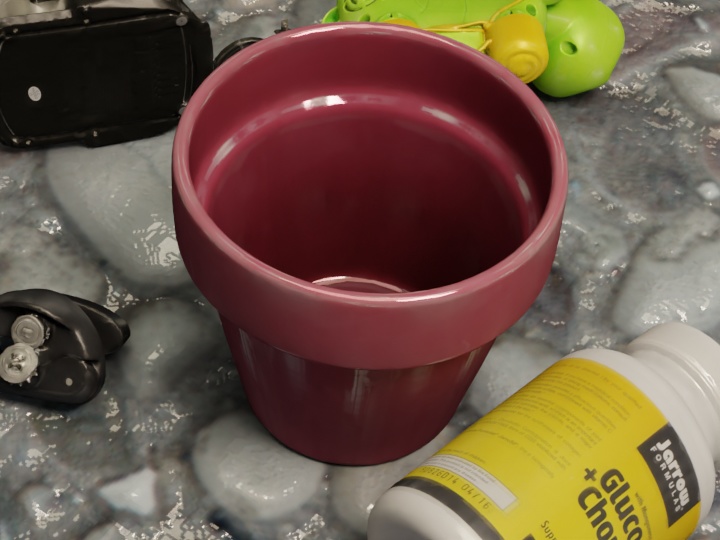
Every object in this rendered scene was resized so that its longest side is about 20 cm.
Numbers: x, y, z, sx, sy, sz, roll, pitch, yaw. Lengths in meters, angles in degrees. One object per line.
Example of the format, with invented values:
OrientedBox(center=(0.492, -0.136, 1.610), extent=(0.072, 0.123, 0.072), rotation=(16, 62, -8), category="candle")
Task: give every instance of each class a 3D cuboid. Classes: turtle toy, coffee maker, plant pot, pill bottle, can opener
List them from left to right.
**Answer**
OrientedBox(center=(-0.230, 0.034, 1.007), extent=(0.198, 0.079, 0.064), rotation=(8, 87, 7), category="can opener")
OrientedBox(center=(-0.167, -0.186, 1.166), extent=(0.190, 0.135, 0.201), rotation=(8, 45, -29), category="coffee maker")
OrientedBox(center=(0.000, 0.000, 0.962), extent=(0.198, 0.180, 0.201), rotation=(3, 48, -3), category="plant pot")
OrientedBox(center=(0.073, -0.153, 1.154), extent=(0.198, 0.102, 0.147), rotation=(-2, 50, -6), category="turtle toy")
OrientedBox(center=(0.107, 0.110, 0.918), extent=(0.199, 0.113, 0.112), rotation=(-34, 59, -28), category="pill bottle")

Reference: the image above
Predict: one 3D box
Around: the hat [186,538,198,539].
OrientedBox(center=(-0.042, 0.249, 0.850), extent=(0.164, 0.176, 0.202), rotation=(14, 86, 5), category="hat")
